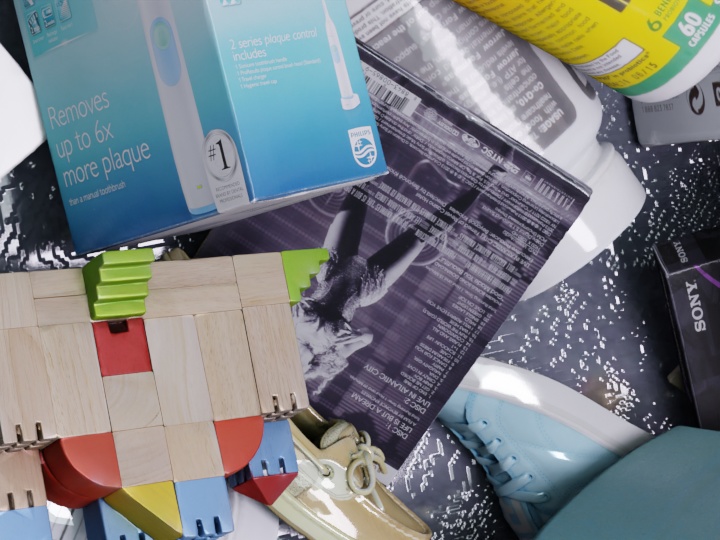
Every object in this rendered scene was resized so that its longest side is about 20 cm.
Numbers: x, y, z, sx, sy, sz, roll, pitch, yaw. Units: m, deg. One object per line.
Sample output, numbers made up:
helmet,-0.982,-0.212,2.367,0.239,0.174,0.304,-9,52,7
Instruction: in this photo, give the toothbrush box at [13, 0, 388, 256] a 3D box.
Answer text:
toothbrush box,-0.085,-0.121,1.033,0.085,0.146,0.201,-13,90,-41

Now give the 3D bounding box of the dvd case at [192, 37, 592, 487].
dvd case,0.000,0.000,1.112,0.148,0.016,0.200,32,111,-5

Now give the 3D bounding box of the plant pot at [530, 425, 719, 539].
plant pot,0.161,0.178,1.097,0.200,0.141,0.142,-51,134,-39

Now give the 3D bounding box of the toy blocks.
toy blocks,-0.100,0.069,1.008,0.199,0.100,0.137,-5,76,-29

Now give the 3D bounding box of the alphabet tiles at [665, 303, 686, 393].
alphabet tiles,0.269,0.015,1.207,0.166,0.006,0.200,33,112,-24

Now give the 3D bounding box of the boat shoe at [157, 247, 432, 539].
boat shoe,-0.037,0.074,1.101,0.201,0.073,0.063,40,98,2

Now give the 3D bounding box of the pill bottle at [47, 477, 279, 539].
pill bottle,-0.146,0.114,1.079,0.199,0.112,0.113,23,83,-17

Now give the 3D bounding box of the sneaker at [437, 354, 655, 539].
sneaker,0.094,0.104,1.175,0.199,0.074,0.082,27,78,-16

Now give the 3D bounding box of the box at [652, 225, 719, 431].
box,0.266,0.025,1.188,0.199,0.036,0.143,-15,121,4

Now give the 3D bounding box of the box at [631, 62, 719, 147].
box,0.231,-0.172,1.150,0.130,0.199,0.201,-10,94,-20

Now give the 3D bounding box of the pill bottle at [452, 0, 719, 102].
pill bottle,0.083,-0.168,1.041,0.200,0.113,0.113,26,82,-24

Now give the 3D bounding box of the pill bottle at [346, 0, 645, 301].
pill bottle,0.052,-0.090,1.140,0.114,0.114,0.200,-40,101,-14

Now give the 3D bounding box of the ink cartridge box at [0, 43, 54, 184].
ink cartridge box,-0.255,-0.047,1.064,0.200,0.068,0.115,-42,104,-13
